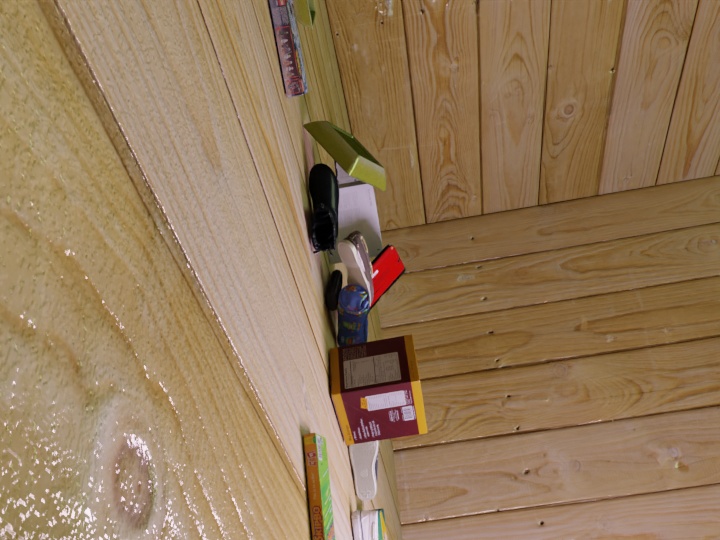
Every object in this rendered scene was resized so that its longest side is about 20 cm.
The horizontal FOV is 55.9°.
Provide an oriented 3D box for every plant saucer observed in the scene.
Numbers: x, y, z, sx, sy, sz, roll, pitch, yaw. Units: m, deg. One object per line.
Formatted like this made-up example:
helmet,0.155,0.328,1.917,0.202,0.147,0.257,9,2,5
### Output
plant saucer,-0.026,-0.299,1.710,0.201,0.048,0.198,49,17,25
plant saucer,-0.161,-0.748,1.763,0.201,0.047,0.204,-92,173,-59

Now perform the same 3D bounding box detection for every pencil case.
pencil case,-0.016,0.122,1.656,0.202,0.085,0.079,93,22,-52

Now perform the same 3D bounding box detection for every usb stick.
usb stick,-0.065,0.047,1.702,0.200,0.032,0.057,-83,175,-75

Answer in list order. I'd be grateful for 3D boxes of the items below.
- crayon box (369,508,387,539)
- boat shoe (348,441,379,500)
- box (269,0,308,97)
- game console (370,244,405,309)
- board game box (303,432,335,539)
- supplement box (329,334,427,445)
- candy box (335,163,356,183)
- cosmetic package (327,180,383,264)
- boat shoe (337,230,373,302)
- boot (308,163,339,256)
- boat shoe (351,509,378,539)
crayon box,0.038,0.690,1.647,0.119,0.057,0.205,69,14,-72
boat shoe,0.010,0.456,1.659,0.062,0.073,0.205,-82,169,-80
box,-0.155,-0.487,1.485,0.137,0.039,0.205,-87,168,-74
game console,0.011,0.026,1.783,0.118,0.200,0.173,34,-15,38
board game box,-0.064,0.373,1.104,0.096,0.029,0.205,68,12,-71
supplement box,0.041,0.277,1.558,0.134,0.195,0.200,-96,175,-48
candy box,-0.049,-0.365,2.476,0.168,0.070,0.205,64,19,-76
cosmetic package,-0.025,-0.129,1.798,0.052,0.147,0.205,-87,168,-69
boat shoe,0.000,0.000,1.631,0.060,0.071,0.203,-45,132,-35
boot,-0.085,-0.140,1.548,0.163,0.071,0.204,-78,164,-79
boat shoe,0.025,0.637,1.514,0.074,0.065,0.205,-60,142,-83
